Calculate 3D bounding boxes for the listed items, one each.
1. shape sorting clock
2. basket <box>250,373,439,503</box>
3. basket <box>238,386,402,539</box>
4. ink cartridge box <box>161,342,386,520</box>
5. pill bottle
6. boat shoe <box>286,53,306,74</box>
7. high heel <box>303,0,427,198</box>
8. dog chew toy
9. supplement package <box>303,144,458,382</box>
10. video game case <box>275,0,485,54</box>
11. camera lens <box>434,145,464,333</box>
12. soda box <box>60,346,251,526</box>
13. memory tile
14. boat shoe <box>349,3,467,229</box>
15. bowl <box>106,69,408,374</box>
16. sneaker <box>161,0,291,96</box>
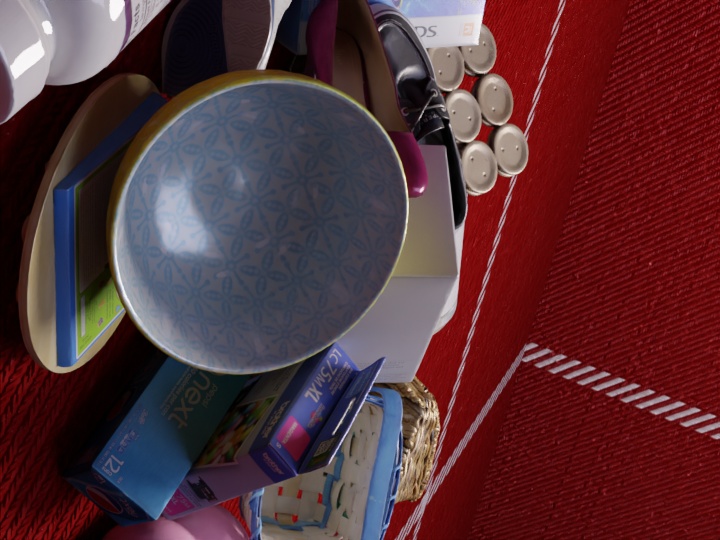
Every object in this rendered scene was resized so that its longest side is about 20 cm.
[{"bbox_3d":[-0.173,-0.031,0.765,0.200,0.039,0.202,19,90,-77],"label":"shape sorting clock"},{"bbox_3d":[-0.017,0.144,1.205,0.144,0.198,0.149,-70,161,0],"label":"basket"},{"bbox_3d":[-0.025,0.179,1.024,0.200,0.138,0.178,-170,-88,-69],"label":"basket"},{"bbox_3d":[-0.077,0.123,0.914,0.199,0.042,0.120,-24,-157,41],"label":"ink cartridge box"},{"bbox_3d":[-0.143,-0.164,0.572,0.201,0.111,0.113,-56,160,-36],"label":"pill bottle"},{"bbox_3d":[-0.007,-0.235,1.017,0.202,0.071,0.061,-54,133,-20],"label":"boat shoe"},{"bbox_3d":[0.004,-0.134,0.836,0.067,0.200,0.097,-1,125,-31],"label":"high heel"},{"bbox_3d":[-0.175,0.263,0.994,0.200,0.124,0.126,6,105,-65],"label":"dog chew toy"},{"bbox_3d":[0.000,0.000,0.935,0.200,0.116,0.118,106,-17,-62],"label":"supplement package"},{"bbox_3d":[0.029,-0.277,0.927,0.180,0.045,0.202,-10,123,-30],"label":"video game case"},{"bbox_3d":[0.024,-0.038,1.165,0.160,0.158,0.202,-47,146,-53],"label":"camera lens"},{"bbox_3d":[-0.146,0.101,0.926,0.064,0.068,0.201,-23,-152,51],"label":"soda box"},{"bbox_3d":[0.073,-0.132,1.062,0.199,0.017,0.155,-29,104,-38],"label":"memory tile"},{"bbox_3d":[0.046,-0.119,0.952,0.069,0.066,0.202,-25,121,-18],"label":"boat shoe"},{"bbox_3d":[-0.078,-0.046,0.764,0.198,0.108,0.202,-11,120,-20],"label":"bowl"},{"bbox_3d":[-0.066,-0.208,0.825,0.115,0.080,0.202,-10,118,-69],"label":"sneaker"}]
